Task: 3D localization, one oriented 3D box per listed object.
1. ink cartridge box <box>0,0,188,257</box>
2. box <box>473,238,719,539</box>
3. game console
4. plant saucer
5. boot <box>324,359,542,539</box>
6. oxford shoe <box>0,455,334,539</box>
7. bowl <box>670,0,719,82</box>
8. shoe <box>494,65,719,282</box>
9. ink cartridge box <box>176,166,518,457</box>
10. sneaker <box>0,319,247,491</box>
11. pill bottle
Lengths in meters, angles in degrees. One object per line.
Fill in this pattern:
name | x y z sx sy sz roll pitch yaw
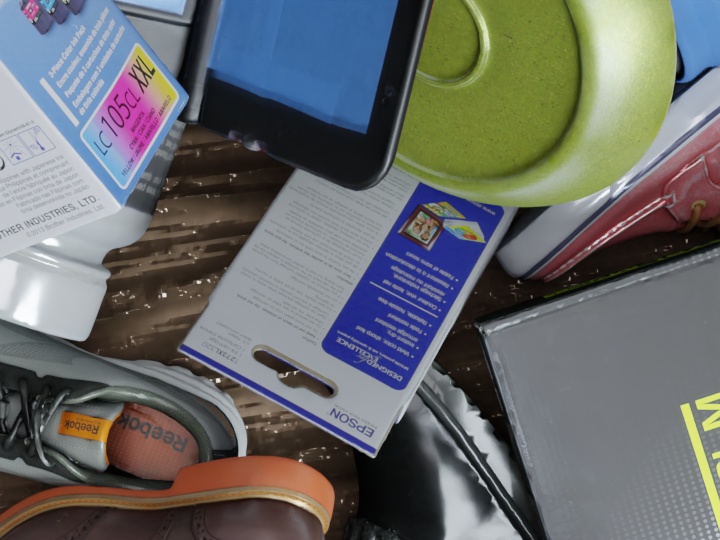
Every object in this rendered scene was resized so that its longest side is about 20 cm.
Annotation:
ink cartridge box | -0.182 -0.098 0.933 0.136 0.077 0.200 -19 123 35
box | 0.169 0.086 1.078 0.192 0.048 0.201 -17 93 -3
game console | -0.062 -0.151 0.965 0.172 0.119 0.201 10 102 -20
plant saucer | 0.036 -0.107 1.019 0.200 0.200 0.031 51 49 -4
boot | 0.000 0.122 1.122 0.158 0.079 0.211 -38 95 -3
oxford shoe | -0.105 0.137 1.079 0.199 0.073 0.071 -19 139 30
bowl | 0.093 -0.163 1.059 0.039 0.201 0.201 -40 94 -2
shoe | 0.163 -0.039 1.135 0.200 0.071 0.091 -39 95 -3
ink cartridge box | 0.000 0.000 1.074 0.094 0.037 0.200 28 45 4
sneaker | -0.148 0.060 1.109 0.199 0.079 0.074 13 93 -4
pill bottle | -0.131 -0.078 1.087 0.113 0.113 0.201 19 90 -5
